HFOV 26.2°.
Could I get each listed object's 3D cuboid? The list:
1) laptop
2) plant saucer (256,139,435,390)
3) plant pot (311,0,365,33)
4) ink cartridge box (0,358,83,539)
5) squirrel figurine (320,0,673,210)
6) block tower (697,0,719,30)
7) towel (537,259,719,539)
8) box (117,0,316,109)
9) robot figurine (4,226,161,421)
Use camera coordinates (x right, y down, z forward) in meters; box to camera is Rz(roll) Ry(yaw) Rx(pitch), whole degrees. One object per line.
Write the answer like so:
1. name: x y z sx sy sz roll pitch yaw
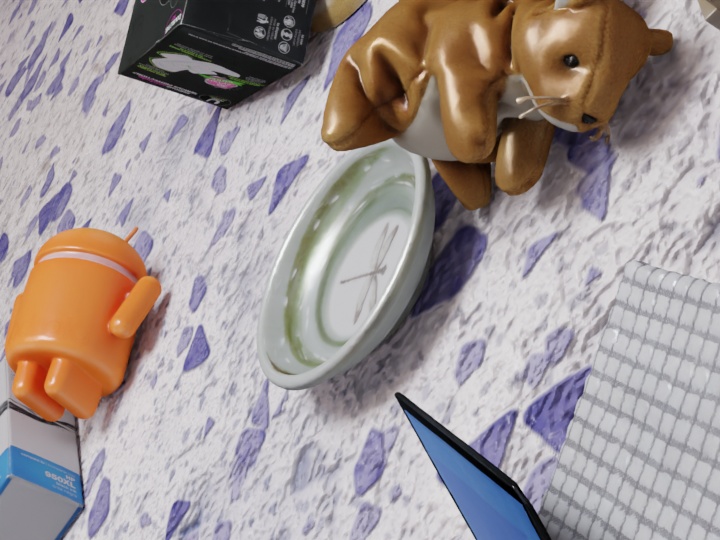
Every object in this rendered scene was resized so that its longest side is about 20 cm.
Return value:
1. laptop: 0.046 0.185 0.736 0.200 0.103 0.177 -66 17 2
2. plant saucer: 0.000 0.000 1.100 0.200 0.050 0.200 -42 32 34
3. plant pot: -0.007 -0.317 1.447 0.200 0.027 0.200 -42 32 34
4. ink cartridge box: -0.345 0.203 1.500 0.145 0.084 0.200 -53 28 18
5. squirrel figurine: 0.099 -0.151 0.972 0.187 0.142 0.200 -17 53 48
6. block tower: 0.249 -0.224 0.851 0.200 0.058 0.054 -46 29 33
7. towel: 0.164 0.096 0.665 0.166 0.086 0.200 -70 21 1
8. box: -0.132 -0.256 1.465 0.200 0.124 0.149 -15 61 63
9. robot figurine: -0.269 0.044 1.483 0.144 0.117 0.200 -44 30 55
